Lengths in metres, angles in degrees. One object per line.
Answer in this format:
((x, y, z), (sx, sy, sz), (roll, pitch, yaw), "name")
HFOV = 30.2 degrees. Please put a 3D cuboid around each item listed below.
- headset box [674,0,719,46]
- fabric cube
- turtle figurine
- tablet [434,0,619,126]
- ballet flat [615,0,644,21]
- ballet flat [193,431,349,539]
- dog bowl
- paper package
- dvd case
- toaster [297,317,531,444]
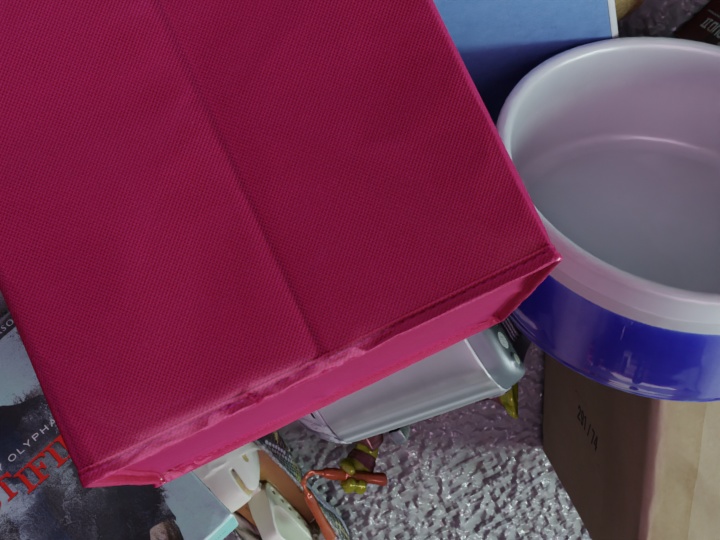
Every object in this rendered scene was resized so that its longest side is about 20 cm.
((0.302, -0.138, 0.798), (0.200, 0.077, 0.149), (-44, 113, 13), "headset box")
((-0.056, -0.037, 0.575), (0.199, 0.196, 0.200), (-25, 83, -5), "fabric cube")
((0.018, 0.071, 0.852), (0.160, 0.064, 0.201), (-7, 100, 13), "turtle figurine")
((0.079, -0.122, 0.740), (0.129, 0.014, 0.200), (-14, 151, 8), "tablet")
((0.079, -0.175, 0.748), (0.199, 0.072, 0.068), (20, 117, -17), "ballet flat")
((-0.070, 0.146, 0.877), (0.072, 0.072, 0.200), (-36, 115, 9), "ballet flat")
((0.164, -0.032, 0.698), (0.199, 0.201, 0.079), (-3, 138, -8), "dog bowl")
((0.187, 0.079, 0.813), (0.103, 0.200, 0.192), (-5, 115, -8), "paper package")
((-0.188, 0.126, 0.771), (0.146, 0.200, 0.022), (-41, 154, -15), "dvd case")
((0.000, 0.000, 0.748), (0.129, 0.114, 0.201), (-28, 100, 18), "toaster")
